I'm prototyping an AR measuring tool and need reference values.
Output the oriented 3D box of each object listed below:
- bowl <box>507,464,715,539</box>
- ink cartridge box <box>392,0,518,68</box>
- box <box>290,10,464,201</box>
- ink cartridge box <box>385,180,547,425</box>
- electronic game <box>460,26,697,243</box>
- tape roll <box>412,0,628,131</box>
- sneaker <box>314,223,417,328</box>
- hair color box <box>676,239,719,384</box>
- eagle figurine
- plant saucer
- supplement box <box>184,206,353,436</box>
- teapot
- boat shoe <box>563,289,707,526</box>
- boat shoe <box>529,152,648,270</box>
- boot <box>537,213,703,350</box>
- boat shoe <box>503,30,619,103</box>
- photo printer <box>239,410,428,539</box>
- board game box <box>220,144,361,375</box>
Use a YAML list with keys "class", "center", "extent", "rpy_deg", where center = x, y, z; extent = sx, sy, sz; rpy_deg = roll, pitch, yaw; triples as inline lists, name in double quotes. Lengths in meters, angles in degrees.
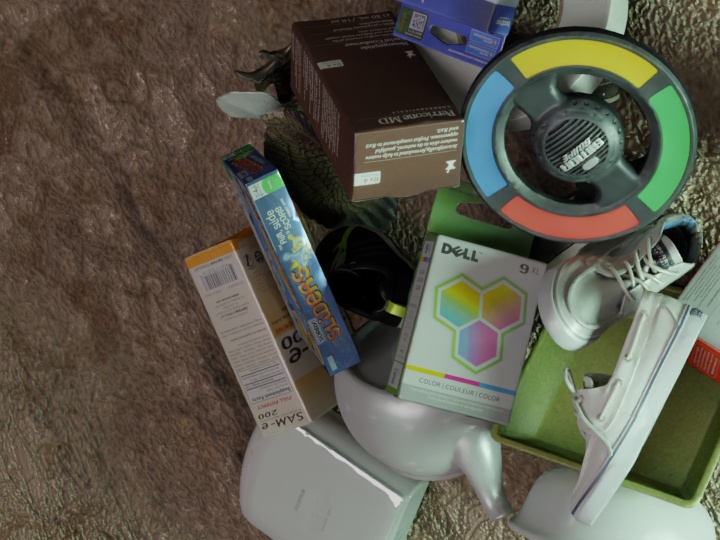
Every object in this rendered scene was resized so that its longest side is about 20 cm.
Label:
- class: "bowl"
  center: [0.242, 0.219, 1.511]
  extent: [0.200, 0.201, 0.091]
  rpy_deg: [15, 90, 29]
- class: "ink cartridge box"
  center: [0.089, -0.281, 1.395]
  extent: [0.119, 0.042, 0.201]
  rpy_deg: [25, 109, 32]
- class: "box"
  center: [0.010, -0.147, 1.436]
  extent: [0.200, 0.099, 0.075]
  rpy_deg: [-117, 24, -48]
- class: "ink cartridge box"
  center: [0.099, 0.026, 1.448]
  extent: [0.103, 0.059, 0.201]
  rpy_deg: [15, 88, -11]
- class: "electronic game"
  center: [0.180, -0.110, 1.373]
  extent: [0.198, 0.042, 0.201]
  rpy_deg: [4, 123, 7]
- class: "tape roll"
  center: [0.136, -0.221, 1.435]
  extent: [0.202, 0.037, 0.204]
  rpy_deg: [-7, 77, 32]
- class: "sneaker"
  center: [0.000, 0.000, 1.552]
  extent: [0.200, 0.082, 0.072]
  rpy_deg: [29, 104, 53]
- class: "hair color box"
  center: [0.364, 0.068, 1.397]
  extent: [0.199, 0.102, 0.061]
  rpy_deg: [34, 159, 20]
- class: "eagle figurine"
  center: [-0.028, -0.129, 1.581]
  extent: [0.150, 0.152, 0.201]
  rpy_deg: [-28, 86, 18]
- class: "plant saucer"
  center: [0.247, 0.107, 1.473]
  extent: [0.199, 0.200, 0.048]
  rpy_deg: [17, 154, 28]
- class: "supplement box"
  center: [-0.081, 0.051, 1.683]
  extent: [0.073, 0.126, 0.201]
  rpy_deg: [-20, 97, 37]
- class: "teapot"
  center: [0.069, 0.132, 1.587]
  extent: [0.196, 0.200, 0.147]
  rpy_deg: [3, 123, 20]
- class: "boat shoe"
  center: [0.205, 0.108, 1.368]
  extent: [0.086, 0.075, 0.203]
  rpy_deg: [27, 100, 12]
- class: "boat shoe"
  center: [0.213, -0.065, 1.478]
  extent: [0.060, 0.074, 0.200]
  rpy_deg: [50, 135, 2]
- class: "boot"
  center: [0.227, -0.001, 1.409]
  extent: [0.095, 0.200, 0.074]
  rpy_deg: [-31, 93, 34]
- class: "boat shoe"
  center: [0.140, -0.191, 1.479]
  extent: [0.199, 0.067, 0.057]
  rpy_deg: [16, 121, 32]
- class: "photo printer"
  center: [-0.038, 0.235, 1.760]
  extent: [0.199, 0.069, 0.167]
  rpy_deg: [33, 123, 19]
- class: "board game box"
  center: [-0.066, -0.012, 1.545]
  extent: [0.201, 0.034, 0.135]
  rpy_deg: [67, 172, -18]
